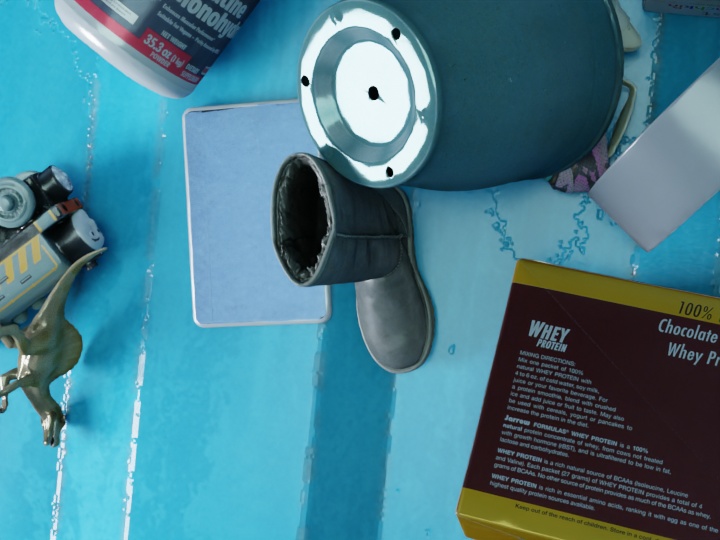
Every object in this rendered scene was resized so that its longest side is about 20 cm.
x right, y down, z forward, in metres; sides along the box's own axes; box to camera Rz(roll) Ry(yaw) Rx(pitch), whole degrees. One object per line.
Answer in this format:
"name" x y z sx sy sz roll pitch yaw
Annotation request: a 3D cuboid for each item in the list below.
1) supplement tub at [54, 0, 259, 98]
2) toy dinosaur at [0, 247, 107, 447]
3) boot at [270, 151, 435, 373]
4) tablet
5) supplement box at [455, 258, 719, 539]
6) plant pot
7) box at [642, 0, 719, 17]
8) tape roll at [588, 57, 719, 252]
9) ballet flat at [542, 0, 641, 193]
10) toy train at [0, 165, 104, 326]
"supplement tub" -0.149 -0.260 0.965 0.140 0.140 0.200 40 99 9
"toy dinosaur" -0.293 0.063 1.028 0.058 0.101 0.200 31 114 43
"boot" -0.002 0.001 0.906 0.073 0.200 0.182 -13 88 13
"tablet" -0.093 -0.051 1.021 0.130 0.014 0.200 -3 91 12
"supplement box" 0.194 0.121 0.868 0.197 0.133 0.200 12 72 12
"plant pot" 0.061 -0.145 0.854 0.200 0.188 0.200 19 119 39
"box" 0.271 -0.304 0.852 0.097 0.176 0.200 8 92 12
"tape roll" 0.263 -0.104 0.845 0.200 0.200 0.066 -45 81 10
"ballet flat" 0.192 -0.163 0.935 0.071 0.069 0.200 3 96 -5
"toy train" -0.330 -0.008 1.045 0.200 0.085 0.114 -36 97 8
